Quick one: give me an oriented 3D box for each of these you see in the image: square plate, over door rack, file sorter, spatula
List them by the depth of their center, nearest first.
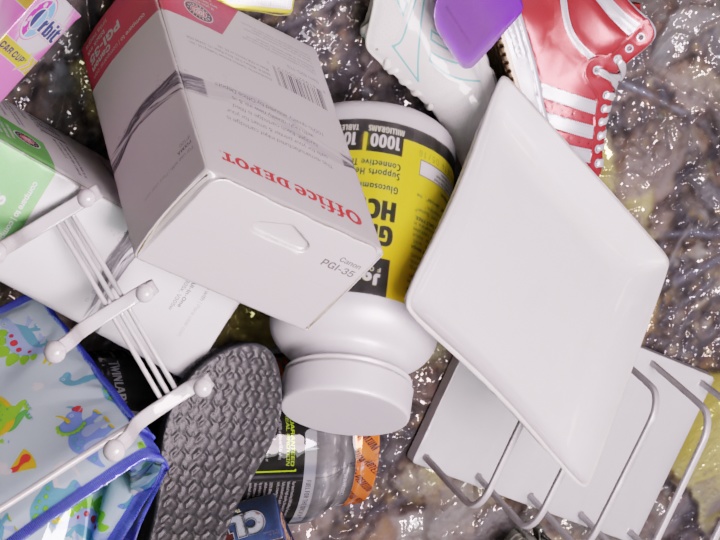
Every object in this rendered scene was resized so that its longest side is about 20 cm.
[{"bbox_3d":[-0.205,0.061,1.543,0.199,0.067,0.148,-31,95,-7],"label":"over door rack"},{"bbox_3d":[0.114,0.009,1.719,0.198,0.028,0.201,46,51,-29],"label":"square plate"},{"bbox_3d":[0.110,-0.221,1.734,0.057,0.020,0.201,52,57,-31],"label":"spatula"},{"bbox_3d":[0.164,0.123,1.847,0.199,0.125,0.139,21,99,-25],"label":"file sorter"}]

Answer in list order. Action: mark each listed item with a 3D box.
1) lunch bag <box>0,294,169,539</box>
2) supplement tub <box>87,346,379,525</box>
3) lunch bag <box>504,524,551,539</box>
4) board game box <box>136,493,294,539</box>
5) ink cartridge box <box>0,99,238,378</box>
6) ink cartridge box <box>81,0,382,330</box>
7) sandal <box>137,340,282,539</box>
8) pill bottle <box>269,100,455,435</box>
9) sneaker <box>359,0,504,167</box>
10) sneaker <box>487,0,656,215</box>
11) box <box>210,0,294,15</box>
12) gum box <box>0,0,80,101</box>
[{"bbox_3d":[-0.232,0.134,1.650,0.200,0.170,0.127,-46,145,5],"label":"lunch bag"},{"bbox_3d":[-0.095,0.113,1.751,0.199,0.123,0.123,0,107,-19],"label":"supplement tub"},{"bbox_3d":[0.114,0.304,1.887,0.168,0.139,0.200,42,90,-10],"label":"lunch bag"},{"bbox_3d":[-0.139,0.214,1.747,0.199,0.035,0.136,-14,150,2],"label":"board game box"},{"bbox_3d":[-0.183,-0.027,1.660,0.199,0.146,0.084,30,97,-25],"label":"ink cartridge box"},{"bbox_3d":[-0.083,-0.077,1.633,0.146,0.201,0.083,24,123,-35],"label":"ink cartridge box"},{"bbox_3d":[-0.110,0.136,1.657,0.075,0.048,0.202,18,94,-29],"label":"sandal"},{"bbox_3d":[0.000,0.000,1.706,0.112,0.112,0.201,17,64,-24],"label":"pill bottle"},{"bbox_3d":[0.044,-0.149,1.754,0.080,0.070,0.202,-20,106,-5],"label":"sneaker"},{"bbox_3d":[0.158,-0.116,1.798,0.112,0.071,0.201,-21,111,-9],"label":"sneaker"},{"bbox_3d":[-0.134,-0.232,1.669,0.199,0.048,0.118,4,106,-23],"label":"box"},{"bbox_3d":[-0.282,-0.183,1.567,0.200,0.066,0.114,42,89,15],"label":"gum box"}]
